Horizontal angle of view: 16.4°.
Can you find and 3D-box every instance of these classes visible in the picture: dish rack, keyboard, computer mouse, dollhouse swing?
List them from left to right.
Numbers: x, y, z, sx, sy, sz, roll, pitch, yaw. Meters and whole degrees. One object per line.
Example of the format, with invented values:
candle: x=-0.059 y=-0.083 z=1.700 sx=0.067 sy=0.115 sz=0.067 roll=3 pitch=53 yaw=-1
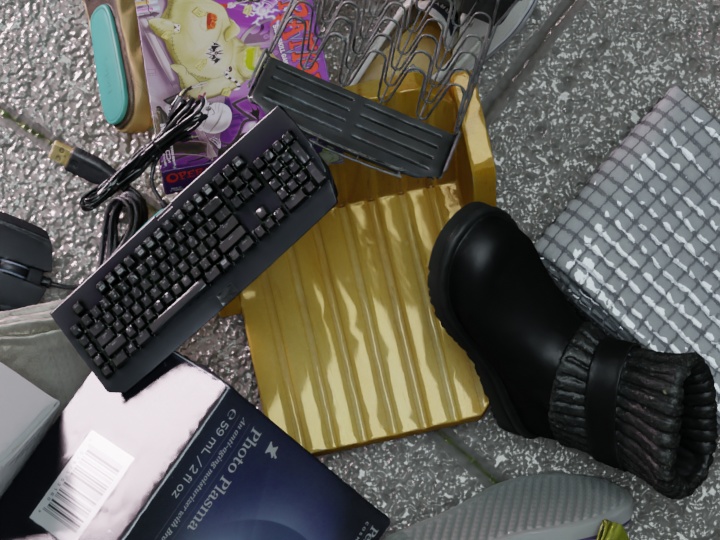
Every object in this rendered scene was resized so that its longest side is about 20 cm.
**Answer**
computer mouse: x=-0.247 y=-0.032 z=1.728 sx=0.199 sy=0.046 sz=0.141 roll=22 pitch=83 yaw=2
keyboard: x=-0.116 y=-0.030 z=1.556 sx=0.200 sy=0.021 sz=0.127 roll=-42 pitch=70 yaw=11
dollhouse swing: x=0.000 y=0.000 z=1.675 sx=0.199 sy=0.182 sz=0.177 roll=-12 pitch=61 yaw=-3
dish rack: x=0.016 y=-0.151 z=1.610 sx=0.153 sy=0.055 sz=0.201 roll=22 pitch=48 yaw=0

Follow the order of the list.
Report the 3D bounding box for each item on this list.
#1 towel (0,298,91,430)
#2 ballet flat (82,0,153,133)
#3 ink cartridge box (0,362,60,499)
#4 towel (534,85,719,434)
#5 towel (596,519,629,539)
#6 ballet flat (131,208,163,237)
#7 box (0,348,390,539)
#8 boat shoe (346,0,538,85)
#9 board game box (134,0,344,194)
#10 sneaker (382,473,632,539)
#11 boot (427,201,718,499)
towel: x=-0.189 y=0.107 z=1.666 sx=0.132 sy=0.035 sz=0.201 roll=-9 pitch=119 yaw=-2
ballet flat: x=-0.166 y=-0.194 z=1.758 sx=0.063 sy=0.069 sz=0.201 roll=-9 pitch=83 yaw=-31
ink cartridge box: x=-0.302 y=0.131 z=1.626 sx=0.145 sy=0.200 sz=0.088 roll=33 pitch=37 yaw=5
towel: x=0.234 y=-0.001 z=1.715 sx=0.200 sy=0.086 sz=0.166 roll=42 pitch=77 yaw=3
towel: x=0.135 y=0.268 z=1.657 sx=0.018 sy=0.086 sz=0.201 roll=19 pitch=70 yaw=24
ballet flat: x=-0.163 y=0.040 z=1.692 sx=0.200 sy=0.068 sz=0.075 roll=-44 pitch=124 yaw=12
box: x=-0.117 y=0.178 z=1.609 sx=0.123 sy=0.198 sz=0.200 roll=27 pitch=79 yaw=44
boat shoe: x=0.060 y=-0.172 z=1.745 sx=0.200 sy=0.070 sz=0.071 roll=-44 pitch=84 yaw=-7
board game box: x=-0.084 y=-0.143 z=1.647 sx=0.119 sy=0.032 sz=0.201 roll=-8 pitch=53 yaw=-6
sneaker: x=0.095 y=0.211 z=1.694 sx=0.199 sy=0.073 sz=0.115 roll=-16 pitch=119 yaw=-22
boot: x=0.144 y=0.050 z=1.626 sx=0.157 sy=0.212 sz=0.080 roll=20 pitch=60 yaw=42
